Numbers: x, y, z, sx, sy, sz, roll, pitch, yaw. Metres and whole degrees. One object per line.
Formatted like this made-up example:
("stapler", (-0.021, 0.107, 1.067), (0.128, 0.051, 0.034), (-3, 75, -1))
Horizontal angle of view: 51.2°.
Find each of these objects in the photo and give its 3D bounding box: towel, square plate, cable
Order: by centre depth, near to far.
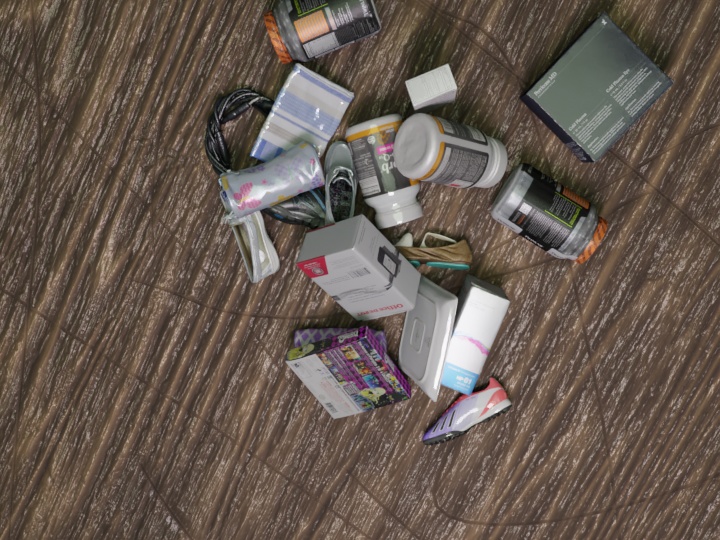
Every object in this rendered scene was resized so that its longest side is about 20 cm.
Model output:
("square plate", (0.121, 0.124, 1.446), (0.028, 0.198, 0.202), (8, 99, -17))
("towel", (-0.111, -0.283, 1.453), (0.146, 0.024, 0.201), (22, 103, -37))
("cable", (-0.233, -0.255, 1.492), (0.162, 0.051, 0.201), (23, 101, -1))

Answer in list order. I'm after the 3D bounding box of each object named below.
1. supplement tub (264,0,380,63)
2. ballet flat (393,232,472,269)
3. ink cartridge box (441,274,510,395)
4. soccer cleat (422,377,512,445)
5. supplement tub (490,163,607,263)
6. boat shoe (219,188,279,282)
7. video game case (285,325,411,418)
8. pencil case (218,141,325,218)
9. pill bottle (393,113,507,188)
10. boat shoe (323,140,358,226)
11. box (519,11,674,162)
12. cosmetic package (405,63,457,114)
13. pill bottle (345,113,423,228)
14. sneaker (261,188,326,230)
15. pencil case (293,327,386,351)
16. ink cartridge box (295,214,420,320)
("supplement tub", (-0.071, -0.470, 1.407), (0.199, 0.123, 0.123), (-19, 96, 7))
("ballet flat", (0.122, -0.039, 1.493), (0.198, 0.068, 0.073), (-1, 78, 6))
("ink cartridge box", (0.211, 0.120, 1.462), (0.084, 0.145, 0.201), (20, 99, 1))
("soccer cleat", (0.208, 0.292, 1.535), (0.199, 0.068, 0.074), (-30, 71, 12))
("supplement tub", (0.358, -0.105, 1.431), (0.199, 0.123, 0.123), (32, 99, 0))
("boat shoe", (-0.229, -0.076, 1.496), (0.065, 0.074, 0.203), (-32, 107, -33))
("video game case", (-0.021, 0.205, 1.481), (0.180, 0.036, 0.200), (-19, 128, 22))
("pencil case", (-0.167, -0.172, 1.426), (0.199, 0.083, 0.091), (-22, 84, -6))
("pill bottle", (0.168, -0.214, 1.385), (0.199, 0.116, 0.117), (6, 101, -37))
("boat shoe", (-0.034, -0.164, 1.449), (0.069, 0.072, 0.203), (4, 73, -10))
("box", (0.434, -0.336, 1.402), (0.182, 0.104, 0.200), (44, 99, -3))
("cosmetic package", (0.130, -0.328, 1.378), (0.082, 0.200, 0.051), (-19, 94, 7))
("pill bottle", (0.050, -0.190, 1.447), (0.115, 0.116, 0.202), (-16, 97, 7))
("sneaker", (-0.122, -0.131, 1.501), (0.199, 0.073, 0.083), (20, 82, -4))
("pencil case", (-0.039, 0.160, 1.525), (0.198, 0.086, 0.085), (2, 61, 4))
("ink cartridge box", (0.000, 0.000, 1.424), (0.144, 0.084, 0.200), (-14, 136, 36))
